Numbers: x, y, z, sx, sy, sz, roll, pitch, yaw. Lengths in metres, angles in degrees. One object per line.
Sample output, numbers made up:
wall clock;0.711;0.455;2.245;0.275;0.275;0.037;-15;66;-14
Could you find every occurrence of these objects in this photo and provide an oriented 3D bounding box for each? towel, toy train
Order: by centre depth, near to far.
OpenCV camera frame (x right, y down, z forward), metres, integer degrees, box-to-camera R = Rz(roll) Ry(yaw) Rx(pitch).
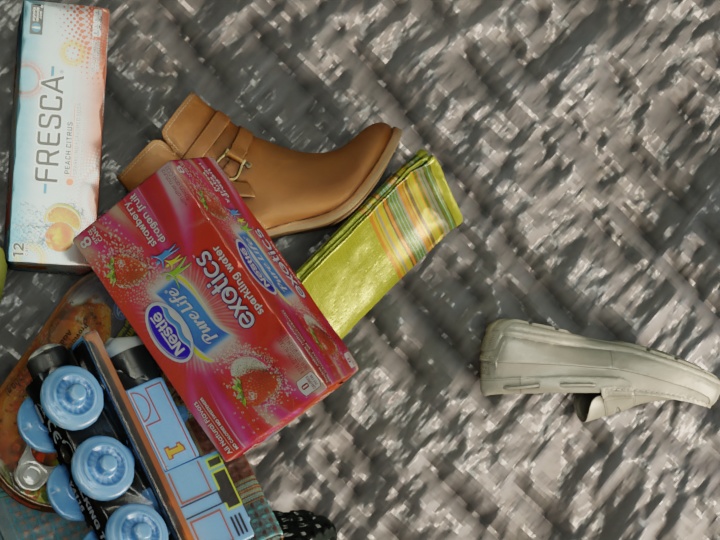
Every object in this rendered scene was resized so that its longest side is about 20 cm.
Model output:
toy train;-0.163;0.136;1.258;0.114;0.087;0.201;-21;80;-34
towel;-0.175;0.182;1.321;0.199;0.022;0.147;-24;65;-13
towel;0.000;0.000;1.384;0.200;0.018;0.086;-45;135;-13

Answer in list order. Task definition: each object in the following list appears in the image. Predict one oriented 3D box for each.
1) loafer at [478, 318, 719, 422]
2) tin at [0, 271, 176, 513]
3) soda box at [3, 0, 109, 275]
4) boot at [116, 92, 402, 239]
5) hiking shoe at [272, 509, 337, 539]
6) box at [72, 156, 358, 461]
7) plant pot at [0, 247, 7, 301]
loafer;0.191;0.089;1.421;0.198;0.070;0.070;12;88;-4
tin;-0.202;0.090;1.323;0.112;0.042;0.201;33;65;-1
soda box;-0.232;-0.099;1.340;0.068;0.064;0.202;4;83;-14
boot;-0.077;-0.084;1.372;0.155;0.074;0.200;45;75;-1
hiking shoe;-0.102;0.255;1.346;0.199;0.074;0.087;-28;119;-18
box;-0.104;0.026;1.286;0.099;0.095;0.201;-36;86;16
plant pot;-0.338;0.057;1.255;0.199;0.200;0.191;21;68;-10
